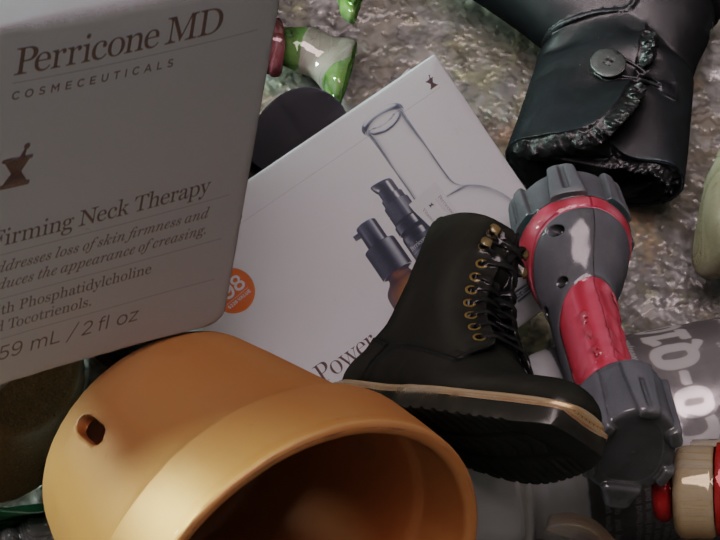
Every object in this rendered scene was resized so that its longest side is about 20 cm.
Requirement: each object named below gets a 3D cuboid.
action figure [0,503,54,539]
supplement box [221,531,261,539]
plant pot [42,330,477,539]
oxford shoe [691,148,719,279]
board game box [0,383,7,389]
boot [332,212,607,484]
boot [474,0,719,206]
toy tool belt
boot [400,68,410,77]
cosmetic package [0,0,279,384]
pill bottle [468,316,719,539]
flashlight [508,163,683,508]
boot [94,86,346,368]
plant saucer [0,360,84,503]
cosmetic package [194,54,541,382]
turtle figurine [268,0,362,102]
[{"bbox_3d":[-0.218,0.153,1.454,0.199,0.118,0.055,-11,70,4],"label":"action figure"},{"bbox_3d":[-0.124,0.228,1.411,0.199,0.074,0.126,-15,59,-11],"label":"supplement box"},{"bbox_3d":[-0.064,0.123,1.335,0.200,0.200,0.140,-33,46,-18],"label":"plant pot"},{"bbox_3d":[0.234,-0.071,1.595,0.071,0.074,0.200,42,43,-6],"label":"oxford shoe"},{"bbox_3d":[-0.317,0.058,1.387,0.199,0.041,0.200,43,89,-1],"label":"board game box"},{"bbox_3d":[0.066,0.028,1.376,0.200,0.077,0.139,3,60,52],"label":"boot"},{"bbox_3d":[0.110,-0.130,1.627,0.200,0.077,0.168,17,56,4],"label":"boot"},{"bbox_3d":[0.129,0.184,1.384,0.122,0.201,0.125,0,13,11],"label":"toy tool belt"},{"bbox_3d":[0.015,-0.021,1.577,0.090,0.073,0.200,33,59,-5],"label":"boot"},{"bbox_3d":[-0.161,-0.080,1.302,0.167,0.200,0.166,-17,42,-37],"label":"cosmetic package"},{"bbox_3d":[0.146,0.090,1.469,0.199,0.114,0.114,-11,59,-6],"label":"pill bottle"},{"bbox_3d":[0.122,0.026,1.402,0.068,0.068,0.200,-32,33,14],"label":"flashlight"},{"bbox_3d":[-0.078,-0.024,1.579,0.075,0.097,0.200,44,94,-4],"label":"boot"},{"bbox_3d":[-0.216,0.026,1.483,0.035,0.200,0.201,-29,50,35],"label":"plant saucer"},{"bbox_3d":[0.000,0.000,1.490,0.200,0.052,0.151,-36,90,-19],"label":"cosmetic package"},{"bbox_3d":[-0.100,-0.150,1.608,0.193,0.200,0.144,12,93,4],"label":"turtle figurine"}]
